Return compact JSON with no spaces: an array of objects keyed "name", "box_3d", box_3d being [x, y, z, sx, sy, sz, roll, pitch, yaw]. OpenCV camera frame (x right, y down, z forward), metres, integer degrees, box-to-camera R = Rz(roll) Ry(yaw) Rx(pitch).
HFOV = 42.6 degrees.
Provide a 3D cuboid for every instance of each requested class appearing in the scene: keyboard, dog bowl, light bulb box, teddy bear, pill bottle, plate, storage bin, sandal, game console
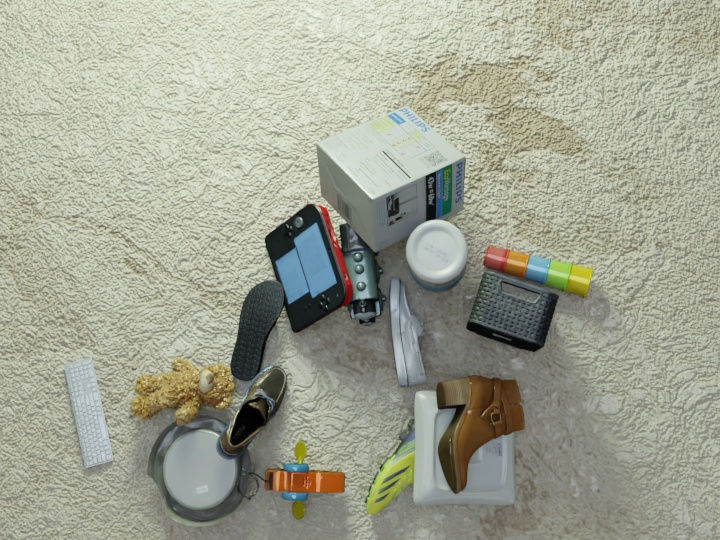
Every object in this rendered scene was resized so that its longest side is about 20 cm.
[{"name":"keyboard","box_3d":[-0.523,0.273,1.779,0.056,0.011,0.203,-15,81,3]},{"name":"dog bowl","box_3d":[-0.294,0.370,1.721,0.197,0.059,0.203,-1,82,6]},{"name":"light bulb box","box_3d":[0.055,-0.169,1.661,0.198,0.126,0.198,-25,48,-20]},{"name":"teddy bear","box_3d":[-0.337,0.221,1.721,0.197,0.067,0.146,3,39,20]},{"name":"pill bottle","box_3d":[0.138,-0.020,1.661,0.107,0.200,0.111,-1,82,5]},{"name":"plate","box_3d":[0.194,0.321,1.665,0.197,0.032,0.203,4,81,-14]},{"name":"storage bin","box_3d":[0.265,0.076,1.636,0.133,0.200,0.095,18,83,7]},{"name":"sandal","box_3d":[-0.198,0.109,1.759,0.074,0.048,0.203,22,97,7]},{"name":"game console","box_3d":[-0.100,-0.005,1.715,0.176,0.031,0.203,-29,73,38]}]

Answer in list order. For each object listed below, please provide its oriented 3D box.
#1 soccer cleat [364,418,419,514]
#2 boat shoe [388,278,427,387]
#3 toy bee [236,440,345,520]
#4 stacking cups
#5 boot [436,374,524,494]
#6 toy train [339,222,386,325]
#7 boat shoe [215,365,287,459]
[{"name":"soccer cleat","box_3d":[0.080,0.365,1.684,0.083,0.065,0.201,33,86,6]},{"name":"boat shoe","box_3d":[0.090,0.113,1.720,0.064,0.074,0.203,-6,92,0]},{"name":"toy bee","box_3d":[-0.132,0.376,1.695,0.198,0.109,0.132,27,76,-17]},{"name":"stacking cups","box_3d":[0.328,-0.007,1.715,0.197,0.061,0.061,18,84,9]},{"name":"boot","box_3d":[0.217,0.286,1.624,0.152,0.074,0.203,0,85,-18]},{"name":"toy train","box_3d":[0.000,0.000,1.715,0.084,0.114,0.203,-6,82,5]},{"name":"boat shoe","box_3d":[-0.187,0.256,1.689,0.072,0.072,0.201,34,61,-8]}]
